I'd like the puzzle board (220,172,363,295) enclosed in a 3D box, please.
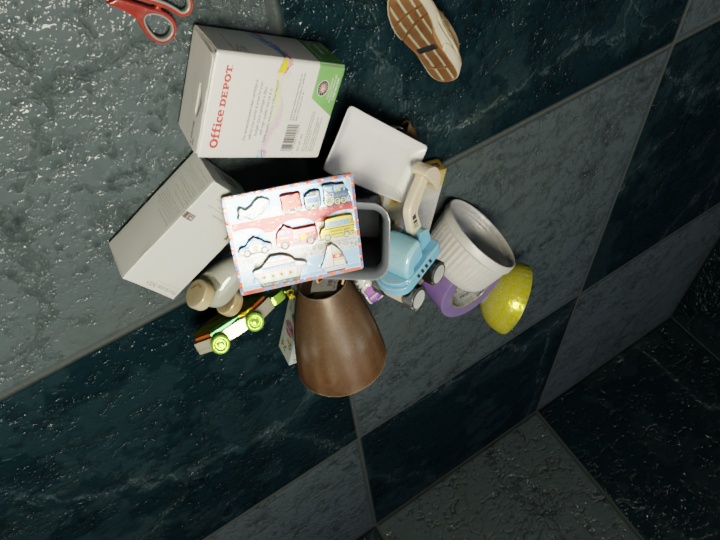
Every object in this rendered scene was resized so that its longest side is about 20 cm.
[{"bbox_3d":[-0.096,-0.052,0.860,0.195,0.017,0.155,-12,112,-10],"label":"puzzle board"}]

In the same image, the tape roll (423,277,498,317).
[{"bbox_3d":[0.261,0.016,1.465,0.197,0.085,0.203,-26,145,-20],"label":"tape roll"}]

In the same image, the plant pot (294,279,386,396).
[{"bbox_3d":[-0.052,0.097,1.090,0.184,0.187,0.204,-26,131,-18],"label":"plant pot"}]

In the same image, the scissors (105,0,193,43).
[{"bbox_3d":[-0.281,-0.315,0.639,0.197,0.014,0.074,8,126,-47],"label":"scissors"}]

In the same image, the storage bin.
[{"bbox_3d":[-0.044,-0.063,0.966,0.194,0.135,0.149,2,113,6],"label":"storage bin"}]

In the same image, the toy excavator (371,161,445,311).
[{"bbox_3d":[0.091,-0.061,1.030,0.195,0.099,0.202,-50,144,-22],"label":"toy excavator"}]

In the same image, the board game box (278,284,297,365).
[{"bbox_3d":[-0.089,0.099,1.245,0.145,0.065,0.203,-13,136,-33],"label":"board game box"}]

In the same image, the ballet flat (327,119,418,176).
[{"bbox_3d":[0.018,-0.211,1.004,0.197,0.068,0.074,-26,124,-19],"label":"ballet flat"}]

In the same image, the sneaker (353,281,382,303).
[{"bbox_3d":[0.001,0.000,1.107,0.072,0.116,0.200,-37,151,12],"label":"sneaker"}]

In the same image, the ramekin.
[{"bbox_3d":[0.236,-0.049,1.276,0.197,0.203,0.105,8,135,-47],"label":"ramekin"}]

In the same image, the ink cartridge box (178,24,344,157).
[{"bbox_3d":[-0.137,-0.239,0.794,0.196,0.084,0.147,-9,136,-38],"label":"ink cartridge box"}]

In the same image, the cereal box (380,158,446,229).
[{"bbox_3d":[0.090,-0.123,1.182,0.141,0.040,0.203,-17,141,-26],"label":"cereal box"}]

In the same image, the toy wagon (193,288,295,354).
[{"bbox_3d":[-0.211,0.082,1.048,0.198,0.155,0.040,-33,105,-11],"label":"toy wagon"}]

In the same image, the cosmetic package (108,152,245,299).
[{"bbox_3d":[-0.268,-0.064,0.872,0.200,0.081,0.112,-46,147,8],"label":"cosmetic package"}]

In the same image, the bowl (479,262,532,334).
[{"bbox_3d":[0.378,0.061,1.586,0.105,0.202,0.203,20,125,-5],"label":"bowl"}]

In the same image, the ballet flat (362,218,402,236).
[{"bbox_3d":[0.055,-0.065,1.128,0.069,0.070,0.199,-45,149,10],"label":"ballet flat"}]

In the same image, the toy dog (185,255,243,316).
[{"bbox_3d":[-0.225,-0.017,0.983,0.200,0.096,0.133,-47,145,-16],"label":"toy dog"}]

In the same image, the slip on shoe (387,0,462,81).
[{"bbox_3d":[0.105,-0.380,0.894,0.199,0.075,0.062,35,65,-47],"label":"slip on shoe"}]

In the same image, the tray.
[{"bbox_3d":[0.025,-0.190,0.960,0.197,0.022,0.109,14,106,-45],"label":"tray"}]
